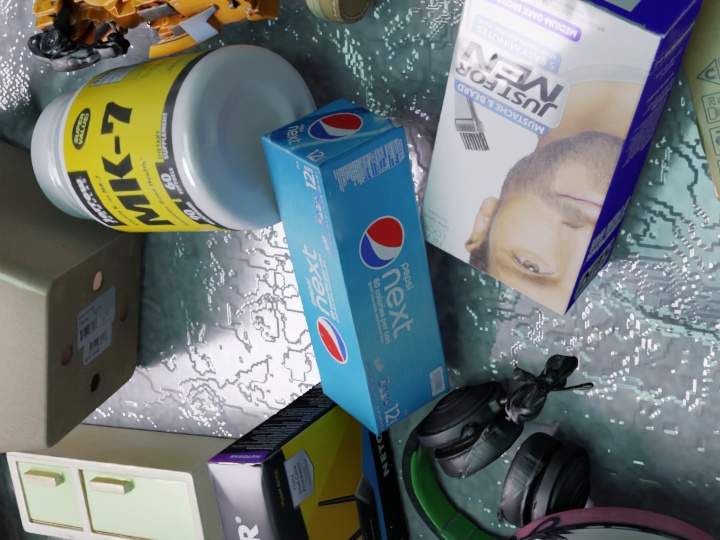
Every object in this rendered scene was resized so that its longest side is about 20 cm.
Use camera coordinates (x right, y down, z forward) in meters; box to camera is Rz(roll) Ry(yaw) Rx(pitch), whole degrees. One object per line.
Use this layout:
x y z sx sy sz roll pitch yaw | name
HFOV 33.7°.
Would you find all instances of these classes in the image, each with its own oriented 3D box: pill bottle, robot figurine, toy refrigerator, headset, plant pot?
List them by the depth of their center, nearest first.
0.088 0.126 0.765 0.123 0.094 0.201 37 133 15 | headset
-0.139 -0.196 0.788 0.199 0.058 0.146 -5 64 35 | robot figurine
-0.130 -0.083 0.797 0.199 0.114 0.115 1 107 46 | pill bottle
-0.275 0.028 0.902 0.176 0.200 0.202 14 114 14 | plant pot
-0.191 0.177 0.966 0.199 0.070 0.077 1 107 31 | toy refrigerator

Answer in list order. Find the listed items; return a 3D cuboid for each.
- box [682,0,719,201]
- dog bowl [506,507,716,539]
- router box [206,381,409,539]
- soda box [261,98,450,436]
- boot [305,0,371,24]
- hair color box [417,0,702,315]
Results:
0.243 -0.148 0.621 0.162 0.021 0.202 -11 100 33 | box
0.157 0.226 0.731 0.198 0.074 0.201 8 131 9 | dog bowl
-0.024 0.194 0.823 0.051 0.149 0.202 -3 105 32 | router box
0.000 0.000 0.749 0.068 0.064 0.201 32 142 47 | soda box
0.057 -0.212 0.685 0.155 0.073 0.201 31 117 17 | boot
0.104 -0.082 0.668 0.109 0.065 0.201 29 140 19 | hair color box
